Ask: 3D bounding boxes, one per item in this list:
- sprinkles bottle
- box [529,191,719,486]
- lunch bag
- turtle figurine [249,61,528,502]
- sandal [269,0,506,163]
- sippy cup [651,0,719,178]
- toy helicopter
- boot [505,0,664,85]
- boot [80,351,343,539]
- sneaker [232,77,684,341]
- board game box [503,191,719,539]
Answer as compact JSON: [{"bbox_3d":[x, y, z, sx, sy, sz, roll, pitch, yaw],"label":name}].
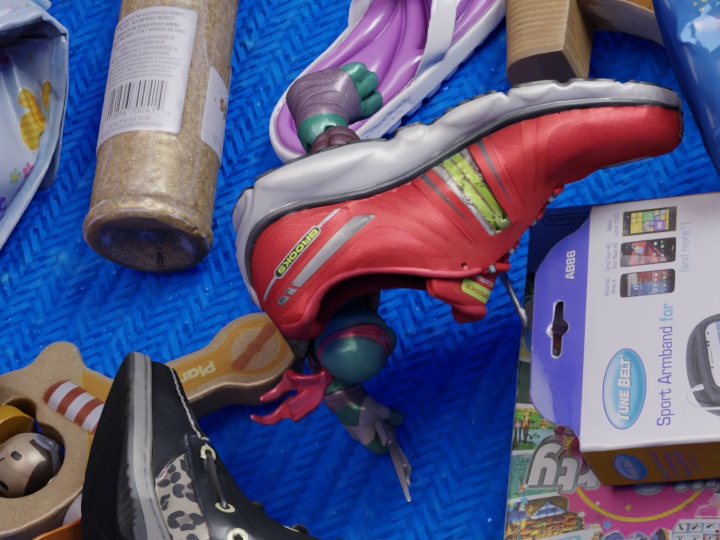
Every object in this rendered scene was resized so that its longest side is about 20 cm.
[{"bbox_3d":[-0.101,-0.100,1.187,0.068,0.068,0.200,-7,59,21],"label":"sprinkles bottle"},{"bbox_3d":[0.170,0.024,0.929,0.200,0.041,0.119,-7,58,22],"label":"box"},{"bbox_3d":[-0.255,-0.077,1.213,0.169,0.127,0.200,26,84,36],"label":"lunch bag"},{"bbox_3d":[0.000,0.000,1.035,0.150,0.101,0.200,-58,31,30],"label":"turtle figurine"},{"bbox_3d":[0.024,-0.135,1.160,0.082,0.050,0.203,26,74,34],"label":"sandal"},{"bbox_3d":[0.196,-0.101,0.943,0.130,0.178,0.140,-19,90,6],"label":"sippy cup"},{"bbox_3d":[-0.118,0.079,1.089,0.200,0.079,0.132,-23,47,-4],"label":"toy helicopter"},{"bbox_3d":[0.165,-0.159,1.098,0.201,0.071,0.144,-3,57,20],"label":"boot"},{"bbox_3d":[-0.040,0.124,0.997,0.204,0.154,0.074,-106,33,-52],"label":"boot"},{"bbox_3d":[0.047,-0.022,0.958,0.200,0.077,0.085,-19,78,3],"label":"sneaker"},{"bbox_3d":[0.145,0.067,0.977,0.147,0.064,0.200,-6,60,23],"label":"board game box"}]
